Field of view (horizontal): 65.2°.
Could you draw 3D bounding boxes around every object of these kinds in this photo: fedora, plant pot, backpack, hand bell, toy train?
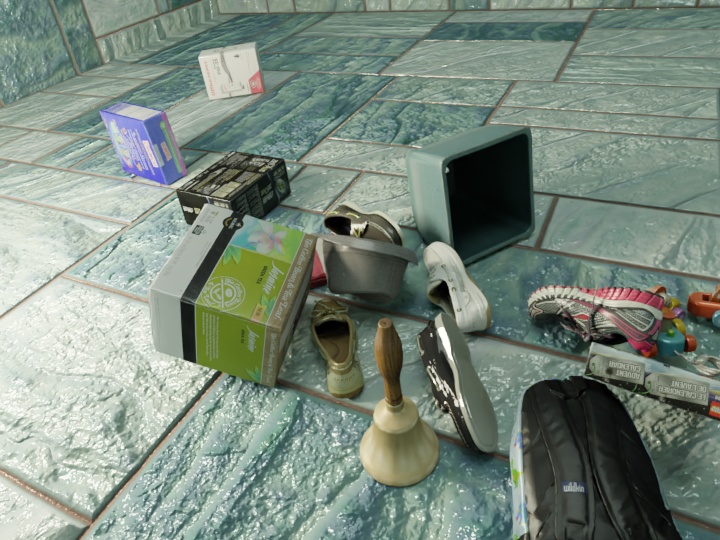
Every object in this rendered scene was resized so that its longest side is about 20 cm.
[{"bbox_3d":[0.000,0.000,0.920,0.196,0.093,0.174,9,-4,44],"label":"fedora"},{"bbox_3d":[0.185,-0.158,1.050,0.191,0.202,0.199,-22,29,-19],"label":"plant pot"},{"bbox_3d":[0.224,0.210,0.586,0.157,0.155,0.205,-6,55,7],"label":"backpack"},{"bbox_3d":[0.039,0.140,0.650,0.100,0.205,0.105,-5,34,3],"label":"hand bell"},{"bbox_3d":[0.454,0.061,0.777,0.147,0.057,0.199,11,29,33],"label":"toy train"}]

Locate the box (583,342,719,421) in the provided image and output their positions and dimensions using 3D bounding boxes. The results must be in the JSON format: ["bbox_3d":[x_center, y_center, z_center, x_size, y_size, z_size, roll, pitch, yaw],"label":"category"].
[{"bbox_3d":[0.340,0.124,0.647,0.134,0.041,0.198,16,-1,30],"label":"box"}]

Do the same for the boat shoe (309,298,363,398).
[{"bbox_3d":[-0.036,0.097,0.843,0.071,0.064,0.202,-15,35,-9],"label":"boat shoe"}]

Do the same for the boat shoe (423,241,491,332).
[{"bbox_3d":[0.136,0.023,0.903,0.067,0.073,0.201,-14,37,-12],"label":"boat shoe"}]

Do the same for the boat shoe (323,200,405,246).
[{"bbox_3d":[0.004,-0.072,1.028,0.060,0.073,0.199,-31,32,-23],"label":"boat shoe"}]

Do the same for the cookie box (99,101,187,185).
[{"bbox_3d":[-0.552,-0.325,1.437,0.196,0.175,0.075,20,46,33],"label":"cookie box"}]

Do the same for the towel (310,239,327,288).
[{"bbox_3d":[-0.049,-0.030,1.059,0.194,0.023,0.145,-15,35,-9],"label":"towel"}]

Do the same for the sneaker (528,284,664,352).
[{"bbox_3d":[0.313,0.063,0.781,0.079,0.077,0.198,16,-9,-31],"label":"sneaker"}]

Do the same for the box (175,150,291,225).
[{"bbox_3d":[-0.276,-0.175,1.247,0.159,0.088,0.201,12,40,27],"label":"box"}]

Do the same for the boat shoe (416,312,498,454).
[{"bbox_3d":[0.121,0.151,0.740,0.060,0.073,0.204,-39,46,26],"label":"boat shoe"}]

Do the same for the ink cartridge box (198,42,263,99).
[{"bbox_3d":[-0.434,-0.675,1.914,0.193,0.150,0.084,-9,34,0],"label":"ink cartridge box"}]

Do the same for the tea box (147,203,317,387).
[{"bbox_3d":[-0.183,0.032,0.847,0.191,0.136,0.203,16,43,0],"label":"tea box"}]
